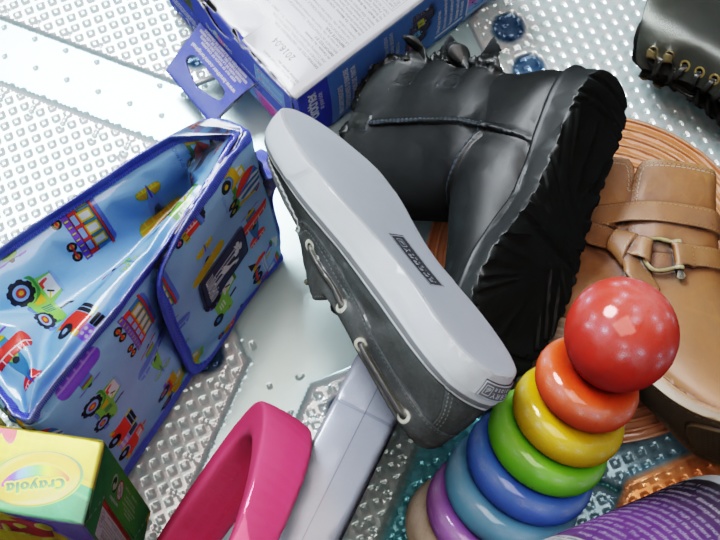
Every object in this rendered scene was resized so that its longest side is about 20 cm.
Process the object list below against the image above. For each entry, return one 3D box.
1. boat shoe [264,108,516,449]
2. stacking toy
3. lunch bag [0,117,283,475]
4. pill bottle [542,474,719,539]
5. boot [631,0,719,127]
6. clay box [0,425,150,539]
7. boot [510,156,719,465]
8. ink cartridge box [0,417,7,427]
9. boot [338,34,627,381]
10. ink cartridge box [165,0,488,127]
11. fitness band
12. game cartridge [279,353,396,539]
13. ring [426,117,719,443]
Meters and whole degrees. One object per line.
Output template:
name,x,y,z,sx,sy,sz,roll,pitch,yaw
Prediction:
boat shoe,0.000,0.000,0.754,0.057,0.068,0.200,-49,56,21
stacking toy,0.097,0.080,0.763,0.085,0.201,0.086,17,38,-14
lunch bag,-0.117,0.007,0.822,0.094,0.151,0.200,39,75,20
pill bottle,0.155,0.166,0.752,0.199,0.112,0.112,-16,68,-31
boot,0.214,-0.087,0.885,0.137,0.078,0.201,12,58,4
clay box,-0.216,0.111,0.770,0.199,0.115,0.048,6,65,8
boot,0.184,0.021,0.837,0.199,0.077,0.156,8,68,13
ink cartridge box,-0.265,0.059,0.814,0.199,0.146,0.048,9,69,5
boot,0.046,-0.037,0.840,0.162,0.073,0.199,11,72,44
ink cartridge box,-0.028,-0.173,0.923,0.200,0.076,0.137,-38,73,-12
fitness band,-0.083,0.150,0.753,0.037,0.200,0.144,32,38,-7
game cartridge,-0.027,0.136,0.784,0.041,0.133,0.201,27,73,1
ring,0.136,0.004,0.885,0.199,0.019,0.202,-1,71,3
